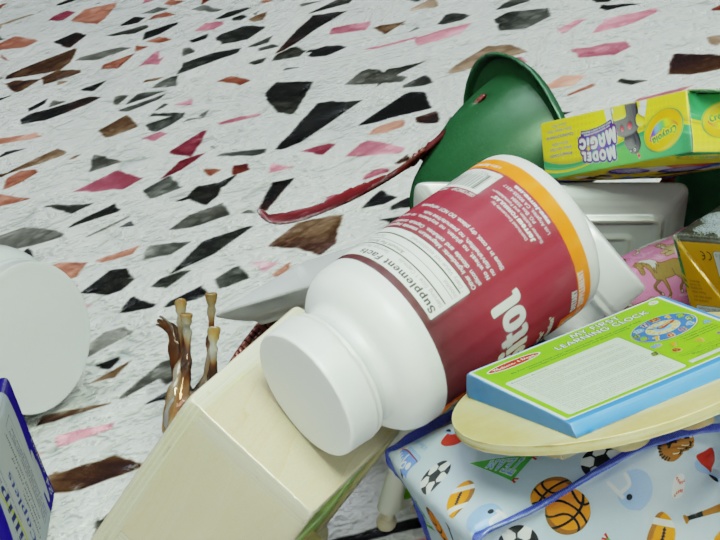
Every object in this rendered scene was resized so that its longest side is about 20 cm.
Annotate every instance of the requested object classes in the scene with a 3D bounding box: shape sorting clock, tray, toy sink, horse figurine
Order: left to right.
[{"bbox_3d":[-0.125,0.090,1.813,0.050,0.134,0.200,3,10,-7],"label":"horse figurine"},{"bbox_3d":[-0.075,0.145,1.563,0.130,0.112,0.200,-40,-10,-50],"label":"toy sink"},{"bbox_3d":[0.000,0.000,1.724,0.199,0.022,0.107,-17,10,40],"label":"tray"},{"bbox_3d":[0.138,-0.020,1.809,0.198,0.108,0.022,0,45,0],"label":"tray"},{"bbox_3d":[0.149,0.066,1.404,0.199,0.039,0.200,-13,18,4],"label":"shape sorting clock"}]

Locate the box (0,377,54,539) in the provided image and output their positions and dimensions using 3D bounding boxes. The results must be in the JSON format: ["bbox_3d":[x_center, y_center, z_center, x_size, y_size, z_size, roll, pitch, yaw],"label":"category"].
[{"bbox_3d":[-0.324,0.179,1.730,0.183,0.106,0.200,-17,20,3],"label":"box"}]

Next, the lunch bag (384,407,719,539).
[{"bbox_3d":[0.143,0.127,1.467,0.199,0.124,0.170,-31,24,-10],"label":"lunch bag"}]

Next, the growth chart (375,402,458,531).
[{"bbox_3d":[0.101,0.099,1.583,0.199,0.145,0.018,-20,55,-17],"label":"growth chart"}]

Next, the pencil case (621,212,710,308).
[{"bbox_3d":[0.212,0.018,1.751,0.199,0.083,0.086,-25,15,-19],"label":"pencil case"}]

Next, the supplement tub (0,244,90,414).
[{"bbox_3d":[-0.331,0.049,2.016,0.199,0.146,0.145,4,28,44],"label":"supplement tub"}]

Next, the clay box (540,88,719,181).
[{"bbox_3d":[0.229,-0.095,1.719,0.114,0.048,0.200,-3,-2,-30],"label":"clay box"}]

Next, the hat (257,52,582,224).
[{"bbox_3d":[0.049,-0.054,1.860,0.175,0.166,0.200,-20,-23,-21],"label":"hat"}]

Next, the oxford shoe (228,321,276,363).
[{"bbox_3d":[-0.037,0.053,1.845,0.200,0.071,0.075,-36,-1,-38],"label":"oxford shoe"}]

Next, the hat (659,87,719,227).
[{"bbox_3d":[0.240,-0.049,1.845,0.175,0.200,0.166,-26,51,1],"label":"hat"}]

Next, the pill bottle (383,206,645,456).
[{"bbox_3d":[0.087,0.044,1.636,0.200,0.120,0.120,-40,19,6],"label":"pill bottle"}]

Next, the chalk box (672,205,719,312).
[{"bbox_3d":[0.330,-0.005,1.664,0.199,0.125,0.124,-30,23,-34],"label":"chalk box"}]

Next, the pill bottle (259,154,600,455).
[{"bbox_3d":[0.041,0.024,1.491,0.200,0.114,0.113,-34,26,-26],"label":"pill bottle"}]
